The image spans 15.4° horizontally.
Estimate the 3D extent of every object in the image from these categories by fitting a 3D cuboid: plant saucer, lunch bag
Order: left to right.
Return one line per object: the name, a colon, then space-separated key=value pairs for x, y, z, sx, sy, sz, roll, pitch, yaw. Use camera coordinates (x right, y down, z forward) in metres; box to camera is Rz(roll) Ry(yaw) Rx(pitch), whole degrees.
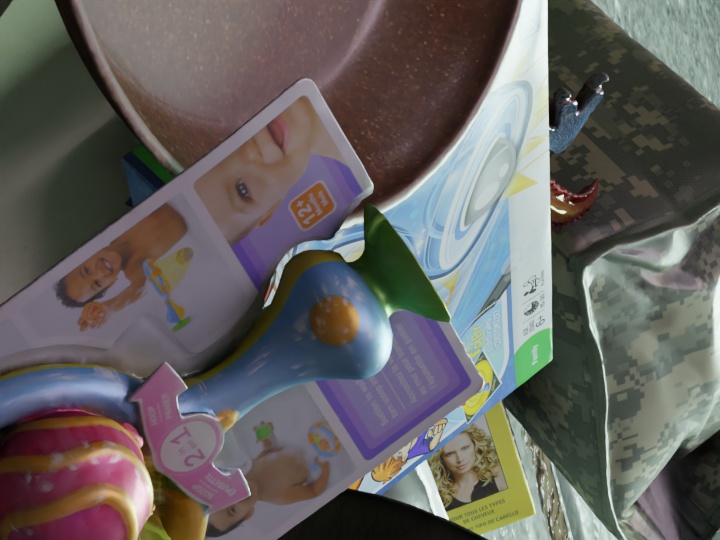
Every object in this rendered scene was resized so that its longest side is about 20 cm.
plant saucer: x=-0.022 y=-0.110 z=0.667 sx=0.200 sy=0.037 sz=0.201 roll=-10 pitch=102 yaw=-52
lunch bag: x=0.098 y=0.008 z=1.108 sx=0.164 sy=0.117 sz=0.200 roll=47 pitch=-25 yaw=43

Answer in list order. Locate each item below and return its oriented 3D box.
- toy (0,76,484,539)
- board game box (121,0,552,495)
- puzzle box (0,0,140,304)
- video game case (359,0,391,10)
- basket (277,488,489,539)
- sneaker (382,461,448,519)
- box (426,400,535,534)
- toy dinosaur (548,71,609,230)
toy: x=-0.061 y=0.058 z=0.632 sx=0.047 sy=0.200 sz=0.115 roll=40 pitch=-14 yaw=49
board game box: x=0.000 y=0.000 z=0.829 sx=0.135 sy=0.034 sz=0.200 roll=-37 pitch=149 yaw=-20
puzzle box: x=-0.076 y=-0.041 z=0.769 sx=0.133 sy=0.025 sz=0.200 roll=-54 pitch=158 yaw=4
video game case: x=-0.087 y=-0.140 z=0.714 sx=0.143 sy=0.019 sz=0.200 roll=44 pitch=7 yaw=39
basket: x=-0.012 y=0.188 z=0.768 sx=0.200 sy=0.136 sz=0.180 roll=-62 pitch=166 yaw=-21
sneaker: x=0.017 y=0.150 z=1.016 sx=0.200 sy=0.070 sz=0.099 roll=58 pitch=34 yaw=-37
box: x=0.015 y=0.006 z=1.038 sx=0.075 sy=0.050 sz=0.201 roll=-115 pitch=-175 yaw=-61
toy dinosaur: x=-0.012 y=-0.094 z=0.926 sx=0.182 sy=0.105 sz=0.200 roll=47 pitch=-10 yaw=20
